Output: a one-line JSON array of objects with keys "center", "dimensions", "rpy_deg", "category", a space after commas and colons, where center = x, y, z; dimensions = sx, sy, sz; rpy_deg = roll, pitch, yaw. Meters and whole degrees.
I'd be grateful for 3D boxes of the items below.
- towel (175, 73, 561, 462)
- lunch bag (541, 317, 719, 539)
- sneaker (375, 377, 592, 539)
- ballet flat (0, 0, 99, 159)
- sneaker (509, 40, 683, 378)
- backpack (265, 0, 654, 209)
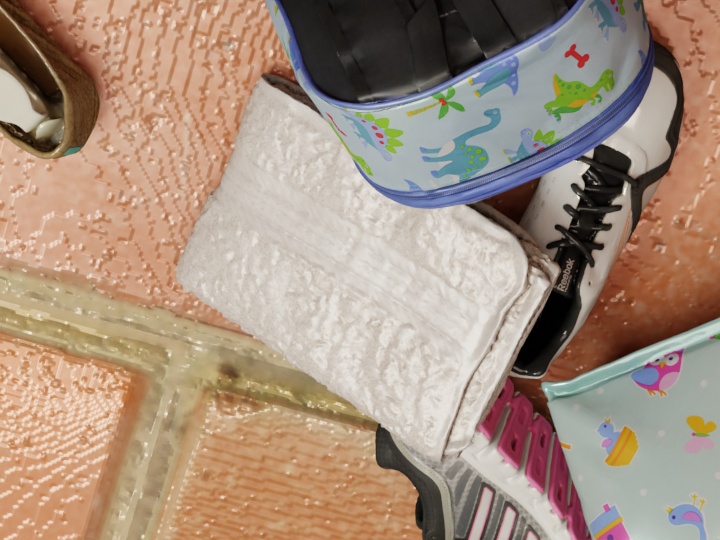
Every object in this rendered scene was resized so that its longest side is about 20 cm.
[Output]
[{"center": [0.000, 0.000, 1.580], "dimensions": [0.199, 0.034, 0.133], "rpy_deg": [32, 109, 19], "category": "towel"}, {"center": [0.218, 0.108, 1.597], "dimensions": [0.199, 0.122, 0.171], "rpy_deg": [-20, 76, 8], "category": "lunch bag"}, {"center": [0.078, 0.130, 1.662], "dimensions": [0.087, 0.074, 0.200], "rpy_deg": [-22, 125, 30], "category": "sneaker"}, {"center": [-0.214, -0.130, 1.548], "dimensions": [0.068, 0.072, 0.200], "rpy_deg": [-38, 108, 14], "category": "ballet flat"}, {"center": [0.121, -0.028, 1.594], "dimensions": [0.073, 0.080, 0.201], "rpy_deg": [20, 109, -7], "category": "sneaker"}, {"center": [0.056, -0.123, 1.489], "dimensions": [0.182, 0.201, 0.147], "rpy_deg": [-25, 130, 7], "category": "backpack"}]
